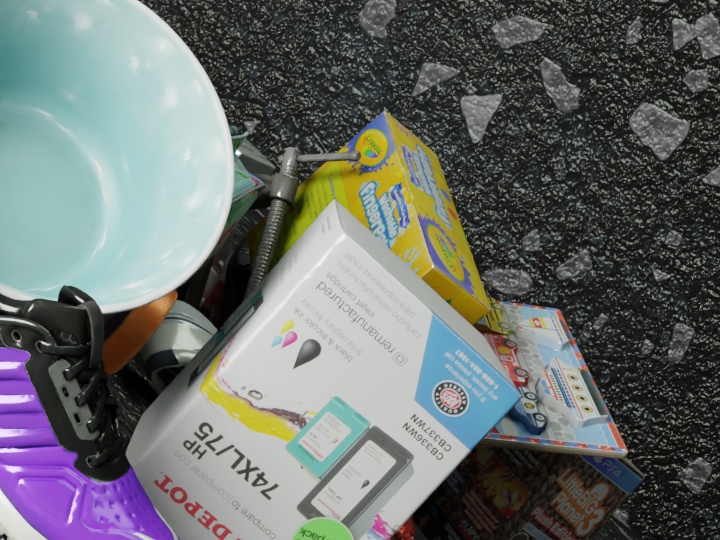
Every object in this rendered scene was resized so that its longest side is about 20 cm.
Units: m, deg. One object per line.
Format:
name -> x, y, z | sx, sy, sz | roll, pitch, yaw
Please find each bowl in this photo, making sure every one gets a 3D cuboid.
bowl -> -0.180, -0.057, 0.752 | 0.201, 0.201, 0.105 | 41, -36, -13

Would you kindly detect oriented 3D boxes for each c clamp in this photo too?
c clamp -> -0.094, -0.008, 1.063 | 0.170, 0.202, 0.027 | 7, -15, 47

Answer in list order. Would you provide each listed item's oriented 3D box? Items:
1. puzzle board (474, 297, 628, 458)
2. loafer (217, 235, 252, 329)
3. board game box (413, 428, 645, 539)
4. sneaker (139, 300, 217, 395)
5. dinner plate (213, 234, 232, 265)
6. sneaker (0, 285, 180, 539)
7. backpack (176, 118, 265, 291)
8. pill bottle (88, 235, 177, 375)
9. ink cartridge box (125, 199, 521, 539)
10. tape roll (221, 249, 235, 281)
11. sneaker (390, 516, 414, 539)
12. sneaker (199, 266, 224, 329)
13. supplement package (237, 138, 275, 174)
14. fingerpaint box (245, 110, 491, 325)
puzzle board -> 0.109, 0.072, 1.033 | 0.149, 0.018, 0.201 | 6, 29, -12
loafer -> -0.093, 0.047, 1.142 | 0.068, 0.071, 0.202 | 20, 38, -18
board game box -> 0.096, 0.176, 1.084 | 0.097, 0.200, 0.160 | 38, 6, -43
sneaker -> -0.097, 0.106, 1.011 | 0.200, 0.073, 0.071 | 41, 29, -33
dinner plate -> -0.204, -0.067, 1.176 | 0.200, 0.200, 0.024 | 42, 45, -10
sneaker -> -0.146, 0.063, 0.630 | 0.200, 0.100, 0.070 | 42, 6, 0
backpack -> -0.179, -0.053, 1.011 | 0.151, 0.178, 0.200 | 46, 17, 9
pill bottle -> -0.212, -0.022, 0.850 | 0.200, 0.106, 0.106 | 41, 4, -13
ink cartridge box -> -0.028, 0.086, 0.835 | 0.147, 0.200, 0.146 | 41, 6, -9
tape roll -> -0.055, 0.050, 1.339 | 0.202, 0.037, 0.204 | 31, -35, 24
sneaker -> 0.016, 0.164, 0.942 | 0.202, 0.108, 0.067 | 54, 9, 19
sneaker -> -0.126, 0.049, 1.190 | 0.087, 0.074, 0.200 | 51, 10, 33
supplement package -> -0.195, -0.096, 1.424 | 0.111, 0.156, 0.200 | 43, 4, 5
fingerpaint box -> 0.000, 0.000, 1.051 | 0.073, 0.167, 0.201 | 36, 24, -34
